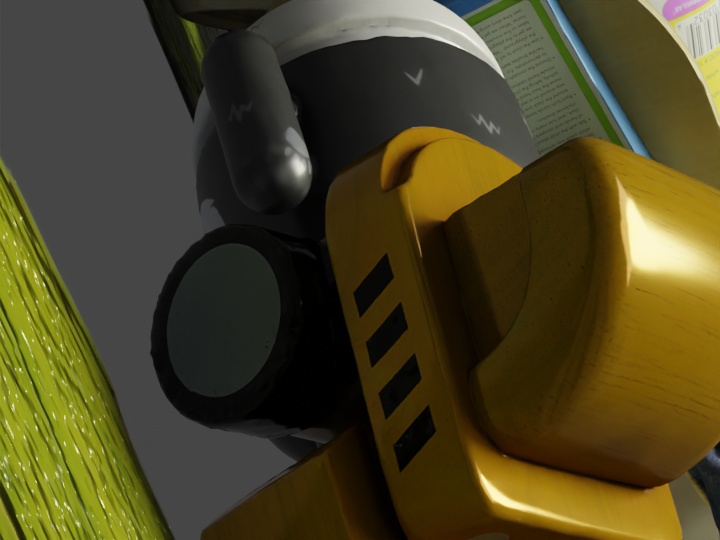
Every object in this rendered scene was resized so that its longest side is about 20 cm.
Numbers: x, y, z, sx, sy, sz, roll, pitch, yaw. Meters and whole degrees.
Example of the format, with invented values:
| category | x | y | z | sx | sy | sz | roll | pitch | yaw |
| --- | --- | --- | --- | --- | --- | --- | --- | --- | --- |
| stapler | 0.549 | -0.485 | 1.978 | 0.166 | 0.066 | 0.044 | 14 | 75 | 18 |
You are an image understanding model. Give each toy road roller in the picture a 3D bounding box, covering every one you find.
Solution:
| category | x | y | z | sx | sy | sz | roll | pitch | yaw |
| --- | --- | --- | --- | --- | --- | --- | --- | --- | --- |
| toy road roller | 0.043 | 0.053 | 0.689 | 0.122 | 0.146 | 0.201 | 17 | 50 | -48 |

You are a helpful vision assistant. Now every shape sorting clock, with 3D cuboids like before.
| category | x | y | z | sx | sy | sz | roll | pitch | yaw |
| --- | --- | --- | --- | --- | --- | --- | --- | --- | --- |
| shape sorting clock | 0.043 | -0.041 | 1.001 | 0.201 | 0.199 | 0.039 | 68 | 24 | -19 |

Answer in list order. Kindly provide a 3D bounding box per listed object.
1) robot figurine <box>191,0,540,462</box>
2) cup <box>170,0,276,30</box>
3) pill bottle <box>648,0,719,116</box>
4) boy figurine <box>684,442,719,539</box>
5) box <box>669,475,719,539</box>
| category | x | y | z | sx | sy | sz | roll | pitch | yaw |
| --- | --- | --- | --- | --- | --- | --- | --- | --- | --- |
| robot figurine | 0.007 | -0.007 | 0.894 | 0.151 | 0.124 | 0.201 | 100 | -20 | -46 |
| cup | -0.019 | -0.171 | 1.048 | 0.200 | 0.199 | 0.145 | 19 | 74 | -84 |
| pill bottle | 0.110 | -0.048 | 1.057 | 0.104 | 0.103 | 0.201 | -102 | -179 | -63 |
| boy figurine | 0.112 | 0.045 | 0.896 | 0.124 | 0.064 | 0.201 | 48 | 16 | -53 |
| box | 0.134 | 0.124 | 1.036 | 0.200 | 0.082 | 0.069 | 59 | 9 | -61 |
